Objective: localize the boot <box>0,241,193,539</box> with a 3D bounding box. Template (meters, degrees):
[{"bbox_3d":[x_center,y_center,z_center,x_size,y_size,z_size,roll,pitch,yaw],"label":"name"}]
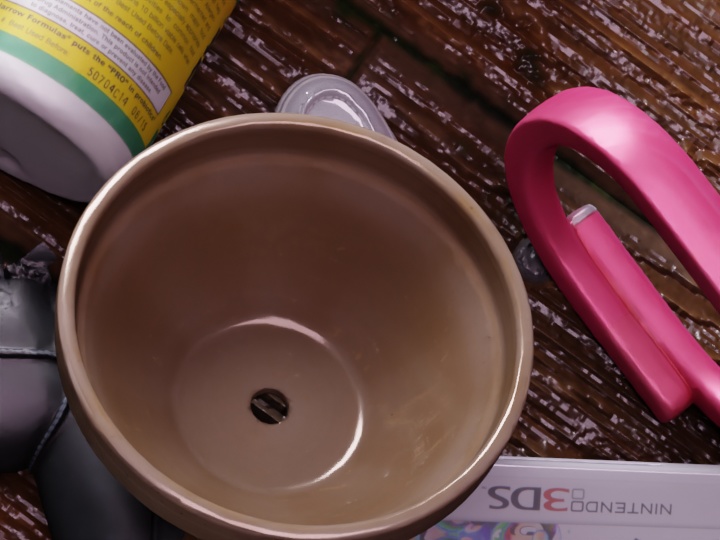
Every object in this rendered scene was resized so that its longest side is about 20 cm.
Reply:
[{"bbox_3d":[-0.158,0.079,1.195,0.162,0.073,0.199,6,67,-13],"label":"boot"}]

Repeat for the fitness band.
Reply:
[{"bbox_3d":[0.142,0.005,1.242,0.037,0.144,0.200,-36,86,-20],"label":"fitness band"}]

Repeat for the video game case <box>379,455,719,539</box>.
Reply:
[{"bbox_3d":[0.088,0.185,1.216,0.181,0.024,0.201,3,93,-12],"label":"video game case"}]

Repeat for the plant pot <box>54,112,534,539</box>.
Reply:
[{"bbox_3d":[-0.033,0.041,1.156,0.200,0.093,0.202,5,59,-8],"label":"plant pot"}]

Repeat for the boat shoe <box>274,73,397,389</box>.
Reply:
[{"bbox_3d":[0.000,0.000,1.252,0.072,0.069,0.201,-2,76,-13],"label":"boat shoe"}]

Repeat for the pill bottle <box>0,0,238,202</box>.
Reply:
[{"bbox_3d":[-0.110,-0.142,1.244,0.112,0.113,0.201,30,71,-3],"label":"pill bottle"}]
